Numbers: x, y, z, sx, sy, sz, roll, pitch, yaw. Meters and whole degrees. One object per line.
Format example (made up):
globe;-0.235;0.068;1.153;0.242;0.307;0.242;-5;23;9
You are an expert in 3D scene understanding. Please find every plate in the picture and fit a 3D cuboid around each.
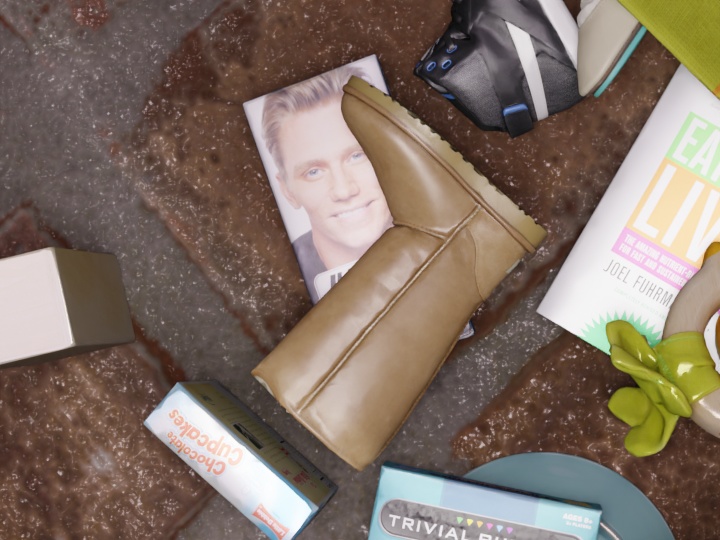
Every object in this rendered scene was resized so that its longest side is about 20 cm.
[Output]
plate;0.125;0.225;1.389;0.199;0.026;0.202;0;88;4

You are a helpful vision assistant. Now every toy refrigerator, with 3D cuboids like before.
toy refrigerator;-0.207;0.023;1.330;0.075;0.200;0.070;-13;87;5

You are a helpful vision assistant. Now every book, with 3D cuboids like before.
book;0.226;-0.026;1.380;0.133;0.048;0.201;30;94;5

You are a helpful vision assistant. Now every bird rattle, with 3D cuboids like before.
bird rattle;0.255;0.066;1.293;0.199;0.113;0.164;20;72;20

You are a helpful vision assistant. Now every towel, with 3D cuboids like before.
towel;0.231;-0.163;1.317;0.200;0.018;0.086;41;65;-14

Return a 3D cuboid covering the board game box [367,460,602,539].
board game box;0.069;0.242;1.358;0.150;0.047;0.202;11;90;5

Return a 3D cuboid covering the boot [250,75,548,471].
boot;0.000;0.000;1.322;0.175;0.066;0.200;41;91;3

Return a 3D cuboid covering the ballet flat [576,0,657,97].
ballet flat;0.185;-0.198;1.351;0.069;0.070;0.200;38;65;4

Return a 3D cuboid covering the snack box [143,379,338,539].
snack box;-0.073;0.122;1.318;0.116;0.200;0.037;41;90;4

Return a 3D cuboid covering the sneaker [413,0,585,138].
sneaker;0.071;-0.184;1.376;0.111;0.073;0.201;-31;88;2

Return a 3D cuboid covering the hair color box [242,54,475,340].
hair color box;-0.001;-0.034;1.386;0.099;0.061;0.201;-20;87;3
